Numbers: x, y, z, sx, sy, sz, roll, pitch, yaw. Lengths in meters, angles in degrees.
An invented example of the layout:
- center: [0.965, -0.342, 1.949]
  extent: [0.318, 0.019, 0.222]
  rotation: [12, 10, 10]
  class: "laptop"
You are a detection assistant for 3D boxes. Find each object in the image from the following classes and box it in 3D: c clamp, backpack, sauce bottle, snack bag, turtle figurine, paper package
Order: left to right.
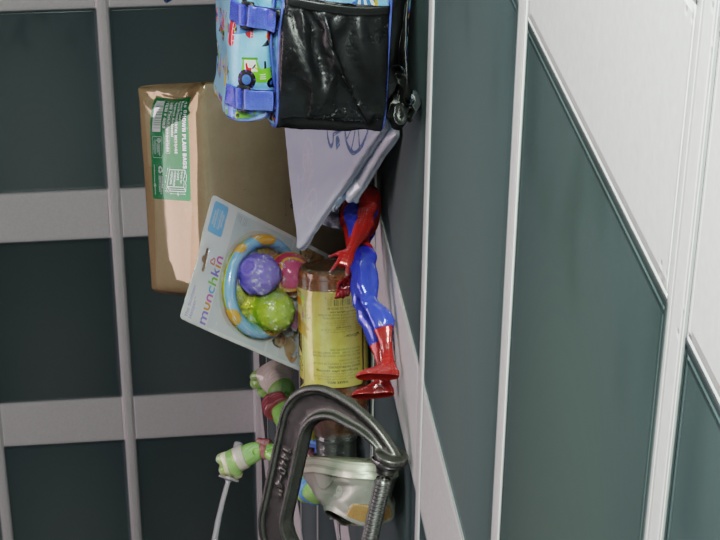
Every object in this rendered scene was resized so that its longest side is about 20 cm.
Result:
- center: [-0.107, -0.079, 1.762]
  extent: [0.103, 0.190, 0.201]
  rotation: [4, 98, 44]
  class: "paper package"
- center: [-0.077, 0.199, 1.882]
  extent: [0.194, 0.143, 0.201]
  rotation: [-94, 8, -55]
  class: "turtle figurine"
- center: [-0.032, -0.208, 1.281]
  extent: [0.183, 0.134, 0.201]
  rotation: [-113, 24, -69]
  class: "backpack"
- center: [-0.024, 0.092, 1.678]
  extent: [0.066, 0.066, 0.201]
  rotation: [-120, 29, -77]
  class: "sauce bottle"
- center: [-0.020, -0.133, 1.489]
  extent: [0.200, 0.021, 0.189]
  rotation: [126, 142, -52]
  class: "snack bag"
- center: [-0.009, 0.193, 1.452]
  extent: [0.171, 0.027, 0.201]
  rotation: [21, 114, 34]
  class: "c clamp"

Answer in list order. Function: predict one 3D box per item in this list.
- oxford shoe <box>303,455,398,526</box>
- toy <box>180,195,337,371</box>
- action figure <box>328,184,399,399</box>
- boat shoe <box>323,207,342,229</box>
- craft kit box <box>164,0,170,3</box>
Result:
- center: [-0.010, 0.183, 1.551]
  extent: [0.200, 0.075, 0.058]
  rotation: [163, 107, -79]
  class: "oxford shoe"
- center: [-0.069, 0.020, 1.696]
  extent: [0.200, 0.047, 0.116]
  rotation: [29, -111, -48]
  class: "toy"
- center: [0.000, 0.000, 1.498]
  extent: [0.065, 0.051, 0.201]
  rotation: [91, 177, -64]
  class: "action figure"
- center: [-0.035, -0.107, 1.641]
  extent: [0.200, 0.071, 0.091]
  rotation: [-112, 24, -67]
  class: "boat shoe"
- center: [-0.088, -0.301, 1.521]
  extent: [0.049, 0.197, 0.200]
  rotation: [59, 174, -2]
  class: "craft kit box"
